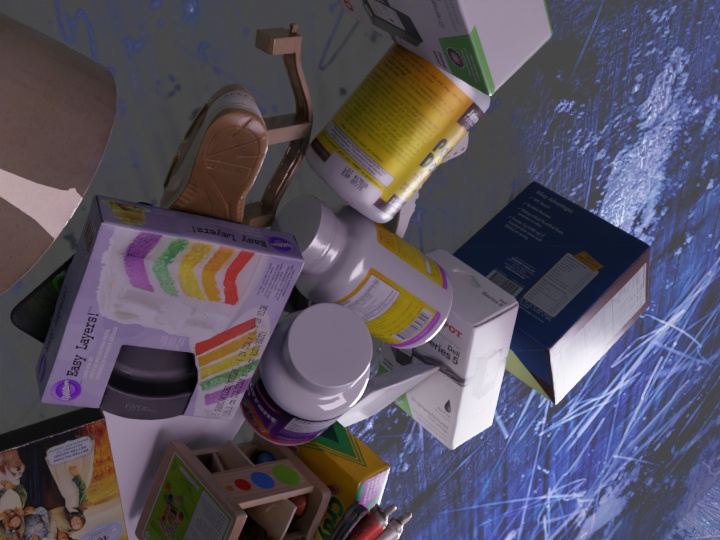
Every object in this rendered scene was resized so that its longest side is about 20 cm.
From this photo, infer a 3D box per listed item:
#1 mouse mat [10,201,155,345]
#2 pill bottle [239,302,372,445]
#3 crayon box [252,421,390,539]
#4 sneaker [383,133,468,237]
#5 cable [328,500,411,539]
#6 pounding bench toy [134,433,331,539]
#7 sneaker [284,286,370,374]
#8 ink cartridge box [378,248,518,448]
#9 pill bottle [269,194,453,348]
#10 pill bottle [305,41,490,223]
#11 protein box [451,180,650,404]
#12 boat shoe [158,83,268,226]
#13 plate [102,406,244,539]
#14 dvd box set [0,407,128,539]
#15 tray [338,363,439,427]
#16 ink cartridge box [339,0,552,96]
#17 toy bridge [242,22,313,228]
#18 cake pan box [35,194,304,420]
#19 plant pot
[{"bbox_3d":[-0.189,0.043,0.823,0.161,0.008,0.200,-40,129,6],"label":"mouse mat"},{"bbox_3d":[-0.055,0.104,0.917,0.111,0.112,0.200,-33,171,-26],"label":"pill bottle"},{"bbox_3d":[-0.062,0.267,1.078,0.058,0.172,0.201,-15,129,-41],"label":"crayon box"},{"bbox_3d":[0.066,-0.109,1.003,0.115,0.074,0.201,-13,127,-39],"label":"sneaker"},{"bbox_3d":[-0.027,0.323,0.970,0.200,0.050,0.097,-48,149,-9],"label":"cable"},{"bbox_3d":[-0.107,0.280,0.960,0.156,0.200,0.125,2,117,-49],"label":"pounding bench toy"},{"bbox_3d":[-0.033,0.056,1.011,0.076,0.091,0.200,-42,141,-15],"label":"sneaker"},{"bbox_3d":[0.105,0.097,1.140,0.084,0.145,0.201,-23,134,-34],"label":"ink cartridge box"},{"bbox_3d":[0.000,0.000,0.926,0.200,0.104,0.104,33,92,-41],"label":"pill bottle"},{"bbox_3d":[0.047,-0.151,0.865,0.200,0.109,0.109,-49,145,10],"label":"pill bottle"},{"bbox_3d":[0.244,0.024,1.206,0.200,0.198,0.135,-41,143,-18],"label":"protein box"},{"bbox_3d":[-0.134,-0.076,0.798,0.073,0.069,0.200,17,130,-25],"label":"boat shoe"},{"bbox_3d":[-0.229,0.198,0.953,0.199,0.032,0.200,22,101,-55],"label":"plate"},{"bbox_3d":[-0.299,0.235,0.855,0.146,0.029,0.201,-15,121,-25],"label":"dvd box set"},{"bbox_3d":[0.008,0.160,1.125,0.107,0.022,0.200,-17,163,-33],"label":"tray"},{"bbox_3d":[0.050,-0.256,0.756,0.084,0.200,0.146,-45,143,-8],"label":"ink cartridge box"},{"bbox_3d":[-0.076,-0.135,0.858,0.067,0.027,0.201,-19,131,-43],"label":"toy bridge"},{"bbox_3d":[-0.169,0.043,0.795,0.184,0.052,0.200,13,119,-29],"label":"cake pan box"},{"bbox_3d":[-0.284,-0.104,0.540,0.200,0.187,0.188,37,89,-40],"label":"plant pot"}]
